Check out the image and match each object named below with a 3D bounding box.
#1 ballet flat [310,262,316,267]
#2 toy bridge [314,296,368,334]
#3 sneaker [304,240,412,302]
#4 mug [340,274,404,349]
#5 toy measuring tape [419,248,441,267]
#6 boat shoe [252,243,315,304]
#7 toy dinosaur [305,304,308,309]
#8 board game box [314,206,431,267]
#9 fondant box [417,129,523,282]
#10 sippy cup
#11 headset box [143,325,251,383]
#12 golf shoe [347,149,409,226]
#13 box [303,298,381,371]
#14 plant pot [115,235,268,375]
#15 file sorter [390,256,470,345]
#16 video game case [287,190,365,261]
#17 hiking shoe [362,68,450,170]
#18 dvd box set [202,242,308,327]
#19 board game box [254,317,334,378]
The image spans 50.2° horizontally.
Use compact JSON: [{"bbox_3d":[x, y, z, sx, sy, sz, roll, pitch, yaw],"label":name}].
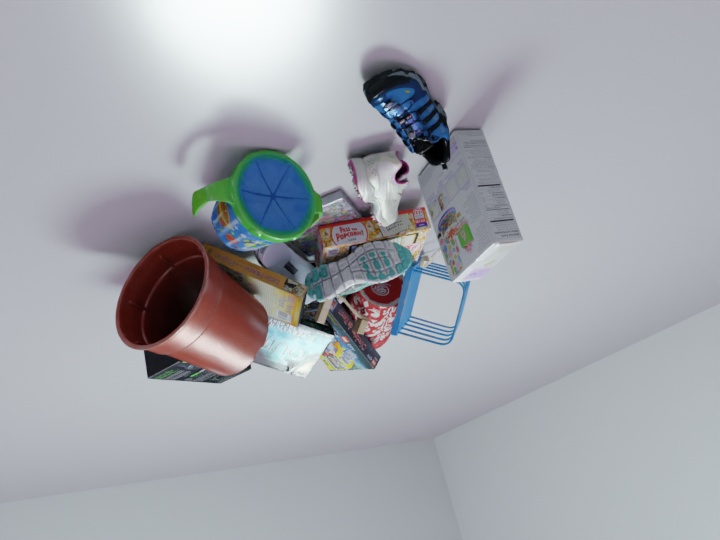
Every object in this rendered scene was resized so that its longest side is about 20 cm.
[{"bbox_3d":[-0.088,0.015,1.508,0.199,0.071,0.066,0,118,-18],"label":"ballet flat"},{"bbox_3d":[-0.074,0.072,1.552,0.199,0.068,0.027,18,-170,-22],"label":"toy bridge"},{"bbox_3d":[0.000,0.000,1.384,0.199,0.078,0.091,-16,173,11],"label":"sneaker"},{"bbox_3d":[0.007,0.080,1.663,0.176,0.134,0.200,-10,155,-18],"label":"mug"},{"bbox_3d":[0.151,-0.082,1.387,0.200,0.074,0.074,-40,174,-33],"label":"toy measuring tape"},{"bbox_3d":[-0.135,-0.009,1.399,0.074,0.065,0.200,-45,143,-10],"label":"boat shoe"},{"bbox_3d":[-0.142,0.031,1.565,0.199,0.058,0.101,5,135,-25],"label":"toy dinosaur"},{"bbox_3d":[0.019,-0.047,1.420,0.199,0.047,0.152,-11,158,-11],"label":"board game box"},{"bbox_3d":[0.170,-0.101,1.230,0.058,0.201,0.144,-5,157,-24],"label":"fondant box"},{"bbox_3d":[-0.155,-0.091,1.144,0.178,0.140,0.130,39,146,-18],"label":"sippy cup"},{"bbox_3d":[-0.321,0.114,1.455,0.092,0.175,0.199,-27,155,29],"label":"headset box"},{"bbox_3d":[0.046,-0.131,1.249,0.091,0.076,0.200,-22,159,8],"label":"golf shoe"},{"bbox_3d":[-0.063,0.139,1.674,0.136,0.038,0.200,-9,128,41],"label":"box"},{"bbox_3d":[-0.269,0.076,1.297,0.200,0.202,0.195,-25,141,22],"label":"plant pot"},{"bbox_3d":[0.148,0.062,1.554,0.122,0.140,0.200,15,-171,9],"label":"file sorter"},{"bbox_3d":[-0.064,-0.075,1.382,0.142,0.018,0.200,-21,158,12],"label":"video game case"},{"bbox_3d":[0.076,-0.209,1.056,0.074,0.087,0.200,-27,156,26],"label":"hiking shoe"},{"bbox_3d":[-0.194,0.029,1.379,0.199,0.030,0.147,23,155,3],"label":"dvd box set"},{"bbox_3d":[-0.172,0.145,1.597,0.199,0.028,0.136,21,119,-24],"label":"board game box"}]
